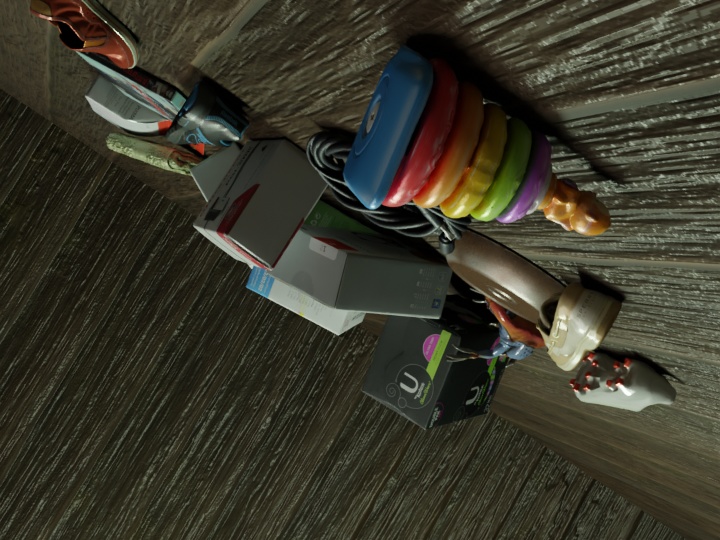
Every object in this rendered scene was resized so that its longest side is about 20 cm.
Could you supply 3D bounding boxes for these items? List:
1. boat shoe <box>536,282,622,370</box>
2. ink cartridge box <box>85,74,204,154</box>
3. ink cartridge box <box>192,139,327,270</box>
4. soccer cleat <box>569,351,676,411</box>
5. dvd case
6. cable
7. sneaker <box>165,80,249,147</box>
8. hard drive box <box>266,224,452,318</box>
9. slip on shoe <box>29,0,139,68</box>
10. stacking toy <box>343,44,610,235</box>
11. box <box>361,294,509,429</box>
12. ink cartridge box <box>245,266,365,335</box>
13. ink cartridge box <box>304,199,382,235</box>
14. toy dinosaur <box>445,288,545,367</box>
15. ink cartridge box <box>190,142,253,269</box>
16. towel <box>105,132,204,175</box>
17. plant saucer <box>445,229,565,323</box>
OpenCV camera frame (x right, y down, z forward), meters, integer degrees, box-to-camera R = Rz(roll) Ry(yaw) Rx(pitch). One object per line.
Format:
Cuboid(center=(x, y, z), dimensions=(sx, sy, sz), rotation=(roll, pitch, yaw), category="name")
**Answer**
Cuboid(center=(0.225, 0.053, 1.359), dimensions=(0.069, 0.074, 0.200), rotation=(32, 165, 6), category="boat shoe")
Cuboid(center=(-0.353, -0.238, 2.078), dimensions=(0.199, 0.057, 0.163), rotation=(37, 174, -5), category="ink cartridge box")
Cuboid(center=(-0.133, -0.089, 1.652), dimensions=(0.082, 0.148, 0.200), rotation=(35, 173, -19), category="ink cartridge box")
Cuboid(center=(0.328, 0.147, 1.601), dimensions=(0.077, 0.070, 0.200), rotation=(29, 172, -10), category="soccer cleat")
Cuboid(center=(-0.301, -0.254, 1.802), dimensions=(0.198, 0.022, 0.146), rotation=(29, 173, 27), category="dvd case")
Cuboid(center=(0.024, -0.085, 1.353), dimensions=(0.198, 0.051, 0.163), rotation=(32, 174, 5), category="cable")
Cuboid(center=(-0.193, -0.180, 1.589), dimensions=(0.081, 0.074, 0.200), rotation=(31, 175, -12), category="sneaker")
Cuboid(center=(0.000, 0.000, 1.702), dimensions=(0.198, 0.078, 0.155), rotation=(5, -166, -43), category="hard drive box")
Cuboid(center=(-0.325, -0.284, 1.484), dimensions=(0.073, 0.062, 0.200), rotation=(27, 174, 22), category="slip on shoe")
Cuboid(center=(0.096, -0.073, 0.908), dimensions=(0.197, 0.111, 0.116), rotation=(22, -168, -12), category="stacking toy")
Cuboid(center=(0.119, 0.129, 1.842), dimensions=(0.123, 0.151, 0.199), rotation=(28, -165, 29), category="box")
Cuboid(center=(-0.052, 0.030, 1.835), dimensions=(0.198, 0.069, 0.115), rotation=(26, -165, 13), category="ink cartridge box")
Cuboid(center=(-0.052, -0.061, 1.894), dimensions=(0.198, 0.060, 0.104), rotation=(30, 174, 18), category="ink cartridge box")
Cuboid(center=(0.204, 0.063, 1.645), dimensions=(0.196, 0.107, 0.182), rotation=(-2, 168, -3), category="toy dinosaur")
Cuboid(center=(-0.174, -0.092, 1.917), dimensions=(0.146, 0.083, 0.200), rotation=(59, 179, 9), category="ink cartridge box")
Cuboid(center=(-0.337, -0.198, 2.178), dimensions=(0.146, 0.037, 0.200), rotation=(19, -176, 20), category="towel")
Cuboid(center=(0.172, 0.015, 1.473), dimensions=(0.199, 0.037, 0.200), rotation=(31, 173, 4), category="plant saucer")
